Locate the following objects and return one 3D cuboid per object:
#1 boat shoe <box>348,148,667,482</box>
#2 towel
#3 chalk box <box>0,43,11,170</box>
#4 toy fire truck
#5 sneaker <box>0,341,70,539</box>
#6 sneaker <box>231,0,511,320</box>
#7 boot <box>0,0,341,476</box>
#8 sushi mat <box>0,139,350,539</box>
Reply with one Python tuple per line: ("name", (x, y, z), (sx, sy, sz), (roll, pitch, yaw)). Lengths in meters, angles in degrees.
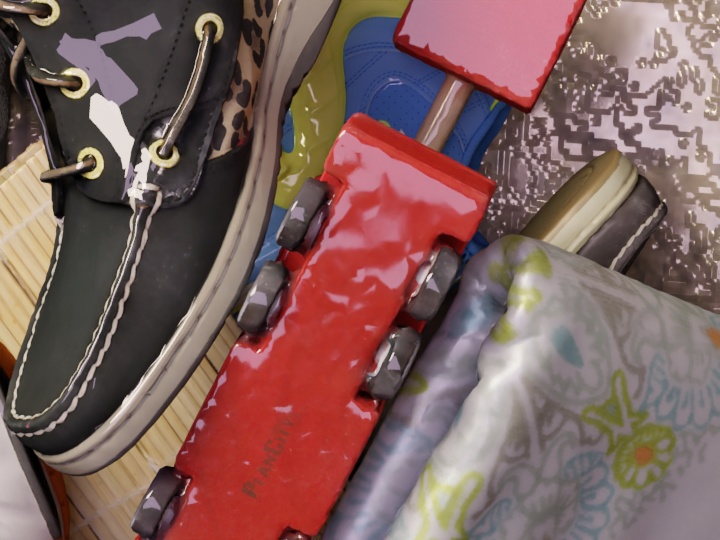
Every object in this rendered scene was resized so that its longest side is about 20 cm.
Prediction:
("boat shoe", (0.043, 0.055, 0.861), (0.066, 0.072, 0.201), (35, 105, 0))
("towel", (0.056, 0.100, 0.810), (0.048, 0.171, 0.200), (34, 99, 42))
("chalk box", (-0.194, 0.012, 0.880), (0.124, 0.124, 0.200), (5, 91, 12))
("toy fire truck", (0.000, 0.000, 0.784), (0.049, 0.141, 0.200), (27, 101, 1))
("sneaker", (-0.117, 0.118, 0.783), (0.092, 0.076, 0.200), (-18, 94, 1))
("sneaker", (-0.022, 0.000, 0.868), (0.105, 0.076, 0.200), (31, 97, 9))
("boot", (-0.092, -0.063, 0.728), (0.154, 0.073, 0.204), (30, 71, -30))
("sushi mat", (-0.064, 0.060, 0.822), (0.096, 0.012, 0.200), (-35, 99, -5))
